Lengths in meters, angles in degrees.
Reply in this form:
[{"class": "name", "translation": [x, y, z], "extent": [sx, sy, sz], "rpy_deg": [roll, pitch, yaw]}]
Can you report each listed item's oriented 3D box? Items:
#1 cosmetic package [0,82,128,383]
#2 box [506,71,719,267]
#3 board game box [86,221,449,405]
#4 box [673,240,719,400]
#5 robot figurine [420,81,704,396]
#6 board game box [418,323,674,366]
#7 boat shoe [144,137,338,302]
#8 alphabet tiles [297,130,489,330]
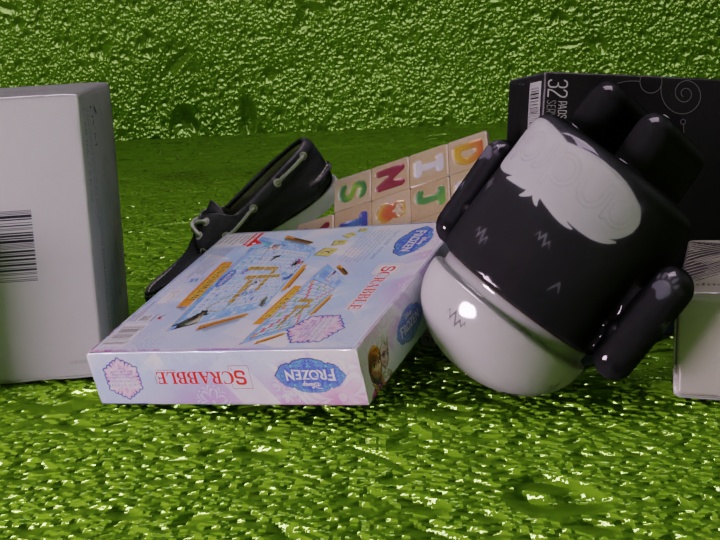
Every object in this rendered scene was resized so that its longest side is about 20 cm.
[{"class": "cosmetic package", "translation": [-0.248, -0.036, 1.034], "extent": [0.122, 0.201, 0.200], "rpy_deg": [-4, 11, -5]}, {"class": "box", "translation": [0.222, -0.077, 1.069], "extent": [0.198, 0.150, 0.124], "rpy_deg": [2, 5, -7]}, {"class": "board game box", "translation": [-0.049, 0.026, 0.928], "extent": [0.198, 0.041, 0.200], "rpy_deg": [-2, 24, 27]}, {"class": "box", "translation": [0.254, 0.029, 0.914], "extent": [0.082, 0.069, 0.200], "rpy_deg": [1, 10, 14]}, {"class": "robot figurine", "translation": [0.126, -0.015, 0.858], "extent": [0.124, 0.200, 0.150], "rpy_deg": [35, 8, -13]}, {"class": "board game box", "translation": [0.157, 0.029, 1.025], "extent": [0.135, 0.035, 0.199], "rpy_deg": [8, 15, 43]}, {"class": "boat shoe", "translation": [-0.110, -0.037, 1.167], "extent": [0.200, 0.060, 0.076], "rpy_deg": [-38, 21, -10]}, {"class": "alphabet tiles", "translation": [0.039, -0.022, 1.019], "extent": [0.199, 0.006, 0.167], "rpy_deg": [-17, 49, 21]}]
